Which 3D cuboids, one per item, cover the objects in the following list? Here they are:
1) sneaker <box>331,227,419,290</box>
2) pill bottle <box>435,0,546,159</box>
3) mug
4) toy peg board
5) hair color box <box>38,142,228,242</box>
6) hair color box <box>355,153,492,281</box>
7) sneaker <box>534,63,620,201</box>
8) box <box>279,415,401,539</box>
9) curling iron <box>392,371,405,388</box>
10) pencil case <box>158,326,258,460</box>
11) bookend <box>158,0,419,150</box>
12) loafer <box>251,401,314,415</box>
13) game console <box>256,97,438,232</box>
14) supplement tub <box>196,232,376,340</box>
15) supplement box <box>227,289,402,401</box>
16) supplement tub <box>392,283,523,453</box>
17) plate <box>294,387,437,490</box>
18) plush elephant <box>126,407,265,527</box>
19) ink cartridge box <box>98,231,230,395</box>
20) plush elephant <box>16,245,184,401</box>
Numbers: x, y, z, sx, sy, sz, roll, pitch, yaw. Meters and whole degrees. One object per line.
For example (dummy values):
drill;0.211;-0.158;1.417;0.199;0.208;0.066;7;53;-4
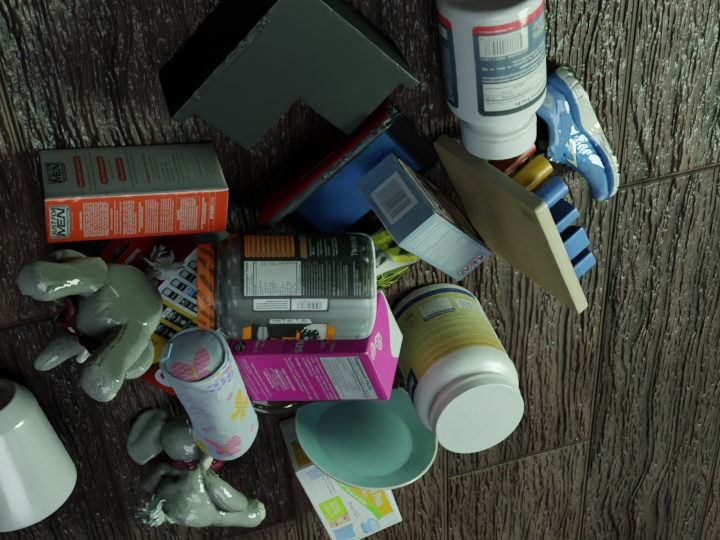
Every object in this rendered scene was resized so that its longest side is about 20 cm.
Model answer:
sneaker;0.000;0.000;1.484;0.199;0.075;0.085;-11;143;-38
pill bottle;0.152;-0.234;1.348;0.119;0.120;0.201;-16;132;-8
mug;-0.466;0.226;1.477;0.185;0.150;0.154;-19;124;-14
toy peg board;0.212;-0.082;1.452;0.098;0.199;0.200;-41;135;-8
hair color box;-0.255;-0.089;1.324;0.198;0.102;0.062;-4;129;-17
hair color box;0.080;-0.061;1.427;0.061;0.099;0.200;-40;155;12
sneaker;0.262;-0.163;1.486;0.089;0.079;0.200;-27;124;12
box;-0.027;0.293;1.717;0.112;0.102;0.201;-24;132;-1
curling iron;0.050;0.156;1.643;0.199;0.049;0.026;12;107;-57
pencil case;-0.184;0.152;1.450;0.090;0.083;0.201;15;147;17
bookend;-0.078;-0.212;1.297;0.199;0.092;0.199;-44;130;18
loafer;-0.082;0.139;1.601;0.199;0.073;0.072;-8;126;-27
game console;-0.009;-0.096;1.405;0.200;0.173;0.119;-40;104;12
supplement tub;-0.085;0.018;1.339;0.198;0.123;0.123;0;128;-6
supplement box;-0.059;0.096;1.489;0.198;0.102;0.104;-2;139;19
supplement tub;0.125;0.129;1.576;0.143;0.201;0.145;-10;130;-12
plate;0.006;0.224;1.610;0.199;0.201;0.026;-2;132;-19
plush elephant;-0.227;0.259;1.599;0.200;0.164;0.156;17;84;-67
ink cartridge box;-0.236;0.032;1.440;0.175;0.084;0.200;32;112;-36
plush elephant;-0.300;0.058;1.320;0.165;0.200;0.155;51;130;-2
